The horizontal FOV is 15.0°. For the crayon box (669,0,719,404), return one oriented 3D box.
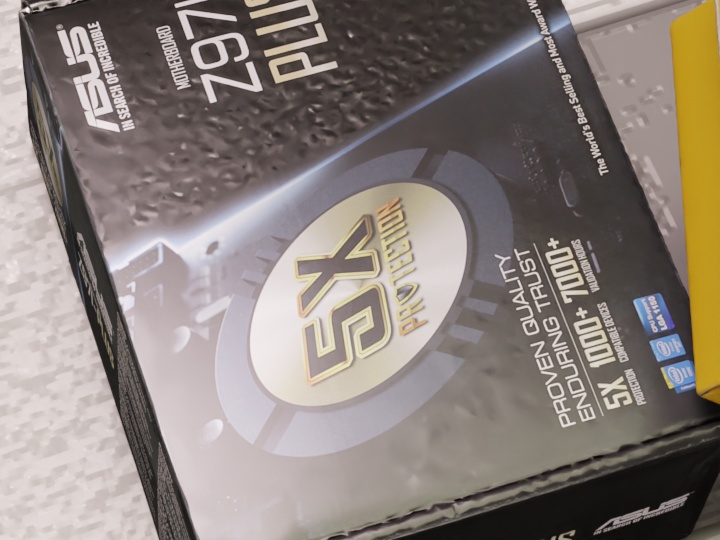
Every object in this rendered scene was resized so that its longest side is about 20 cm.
[{"bbox_3d":[0.159,-0.009,0.818,0.199,0.051,0.126,22,56,-36],"label":"crayon box"}]

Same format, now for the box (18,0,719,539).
[{"bbox_3d":[0.000,0.000,0.837,0.163,0.086,0.201,-15,65,-11],"label":"box"}]
